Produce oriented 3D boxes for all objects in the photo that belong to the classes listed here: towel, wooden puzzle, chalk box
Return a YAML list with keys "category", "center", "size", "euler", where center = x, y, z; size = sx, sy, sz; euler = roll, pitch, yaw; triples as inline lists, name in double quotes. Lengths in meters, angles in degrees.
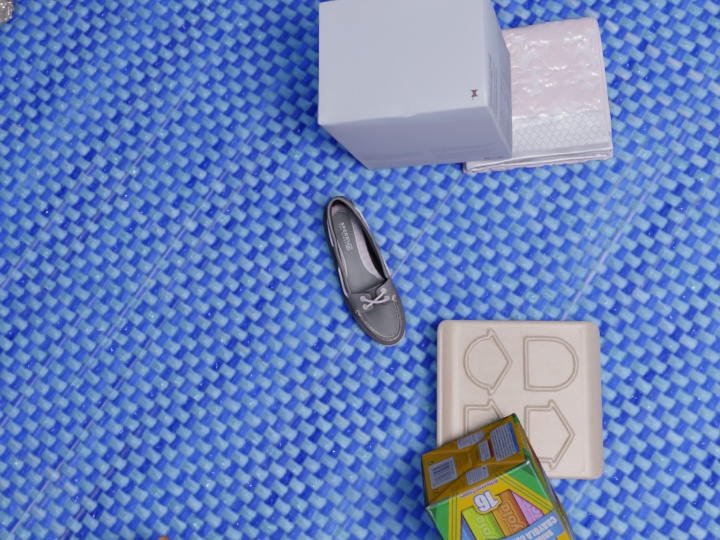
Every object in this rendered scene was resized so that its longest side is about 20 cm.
- category: "towel"
  center: [0.217, -0.227, 1.066]
  size: [0.199, 0.032, 0.192]
  euler: [-7, 80, 3]
- category: "wooden puzzle"
  center: [0.190, 0.154, 0.999]
  size: [0.199, 0.046, 0.186]
  euler: [1, 81, 0]
- category: "chalk box"
  center: [0.166, 0.287, 0.914]
  size: [0.124, 0.125, 0.200]
  euler: [-27, 103, 8]

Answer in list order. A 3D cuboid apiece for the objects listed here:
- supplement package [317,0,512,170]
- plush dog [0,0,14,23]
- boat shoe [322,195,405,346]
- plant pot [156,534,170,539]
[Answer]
- category: "supplement package"
  center: [0.070, -0.219, 0.971]
  size: [0.191, 0.200, 0.148]
  euler: [-3, 81, 17]
- category: "plush dog"
  center: [-0.479, -0.458, 1.116]
  size: [0.171, 0.160, 0.201]
  euler: [-19, 78, -23]
- category: "boat shoe"
  center: [0.000, 0.000, 1.031]
  size: [0.067, 0.057, 0.201]
  euler: [-22, 79, 0]
- category: "plant pot"
  center: [-0.226, 0.419, 0.912]
  size: [0.140, 0.200, 0.200]
  euler: [36, 85, 3]
